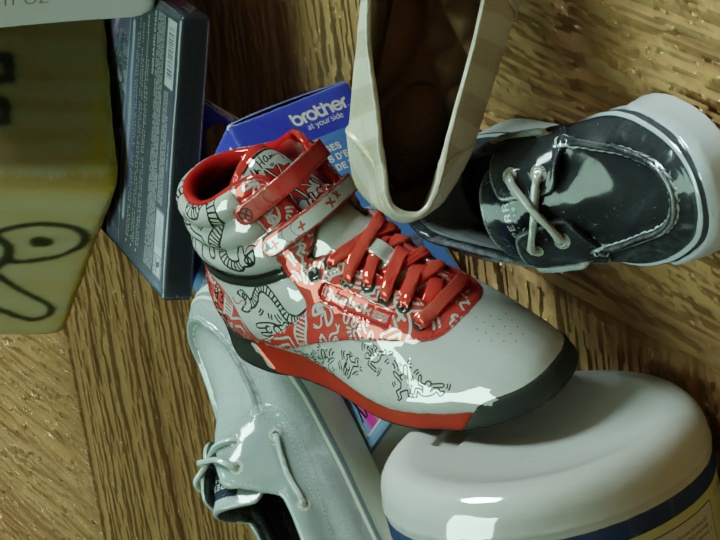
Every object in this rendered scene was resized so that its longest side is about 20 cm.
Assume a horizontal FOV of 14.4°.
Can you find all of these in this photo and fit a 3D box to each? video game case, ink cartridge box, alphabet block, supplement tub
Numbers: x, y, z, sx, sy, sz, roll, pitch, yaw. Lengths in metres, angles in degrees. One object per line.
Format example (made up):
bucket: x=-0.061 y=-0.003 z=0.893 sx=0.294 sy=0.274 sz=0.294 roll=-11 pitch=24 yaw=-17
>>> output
video game case: x=-0.115 y=-0.080 z=1.489 sx=0.200 sy=0.019 sz=0.144 roll=-138 pitch=51 yaw=-68
ink cartridge box: x=-0.021 y=0.002 z=1.410 sx=0.201 sy=0.076 sz=0.137 roll=61 pitch=153 yaw=17
alphabet block: x=-0.252 y=-0.088 z=1.570 sx=0.196 sy=0.198 sz=0.198 roll=122 pitch=144 yaw=-59
supplement tub: x=0.097 y=0.159 z=1.227 sx=0.145 sy=0.144 sz=0.201 roll=14 pitch=122 yaw=58

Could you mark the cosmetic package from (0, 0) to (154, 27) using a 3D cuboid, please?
cosmetic package: x=-0.192 y=-0.245 z=1.398 sx=0.166 sy=0.164 sz=0.201 roll=-109 pitch=17 yaw=-44

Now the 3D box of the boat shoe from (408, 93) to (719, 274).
boat shoe: x=0.083 y=-0.032 z=1.194 sx=0.200 sy=0.067 sz=0.072 roll=8 pitch=117 yaw=60

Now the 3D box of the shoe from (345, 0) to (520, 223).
shoe: x=0.035 y=-0.115 z=1.167 sx=0.053 sy=0.069 sz=0.202 roll=-66 pitch=-14 yaw=-77

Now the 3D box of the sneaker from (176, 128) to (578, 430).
sneaker: x=-0.001 y=0.000 z=1.242 sx=0.201 sy=0.067 sz=0.108 roll=13 pitch=135 yaw=45

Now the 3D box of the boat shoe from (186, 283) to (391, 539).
boat shoe: x=-0.039 y=0.098 z=1.351 sx=0.202 sy=0.071 sz=0.070 roll=59 pitch=153 yaw=12
